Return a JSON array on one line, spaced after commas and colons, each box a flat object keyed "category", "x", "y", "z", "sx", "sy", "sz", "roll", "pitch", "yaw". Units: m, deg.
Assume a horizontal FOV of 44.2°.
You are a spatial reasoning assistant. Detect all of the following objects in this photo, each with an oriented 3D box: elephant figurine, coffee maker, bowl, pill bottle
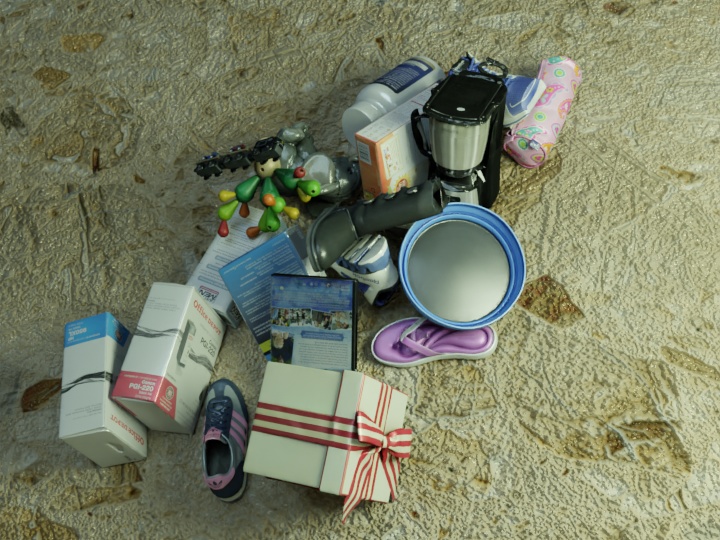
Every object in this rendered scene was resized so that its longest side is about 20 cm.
[{"category": "elephant figurine", "x": -0.065, "y": -0.162, "z": 1.549, "sx": 0.199, "sy": 0.141, "sz": 0.156, "roll": 35, "pitch": 114, "yaw": 20}, {"category": "coffee maker", "x": 0.181, "y": -0.205, "z": 1.439, "sx": 0.191, "sy": 0.202, "sz": 0.134, "roll": -32, "pitch": 50, "yaw": -28}, {"category": "bowl", "x": 0.156, "y": -0.005, "z": 1.379, "sx": 0.198, "sy": 0.039, "sz": 0.203, "roll": 1, "pitch": 74, "yaw": -5}, {"category": "pill bottle", "x": 0.059, "y": -0.289, "z": 1.560, "sx": 0.110, "sy": 0.112, "sz": 0.200, "roll": 29, "pitch": 49, "yaw": 28}]

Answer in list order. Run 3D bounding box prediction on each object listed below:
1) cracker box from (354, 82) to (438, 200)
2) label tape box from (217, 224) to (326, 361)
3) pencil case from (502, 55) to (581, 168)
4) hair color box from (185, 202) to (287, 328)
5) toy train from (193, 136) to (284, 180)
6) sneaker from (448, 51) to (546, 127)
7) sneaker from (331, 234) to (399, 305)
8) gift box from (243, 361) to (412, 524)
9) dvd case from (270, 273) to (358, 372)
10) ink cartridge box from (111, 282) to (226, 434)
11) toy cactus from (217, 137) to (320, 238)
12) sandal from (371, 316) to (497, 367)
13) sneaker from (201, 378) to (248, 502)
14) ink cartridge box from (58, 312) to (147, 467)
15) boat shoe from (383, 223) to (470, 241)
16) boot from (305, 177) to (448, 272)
[{"category": "cracker box", "x": 0.085, "y": -0.209, "z": 1.495, "sx": 0.199, "sy": 0.135, "sz": 0.057, "roll": -35, "pitch": 45, "yaw": -28}, {"category": "label tape box", "x": -0.118, "y": 0.049, "z": 1.436, "sx": 0.142, "sy": 0.066, "sz": 0.202, "roll": -27, "pitch": 96, "yaw": 22}, {"category": "pencil case", "x": 0.314, "y": -0.276, "z": 1.532, "sx": 0.087, "sy": 0.088, "sz": 0.201, "roll": 18, "pitch": 66, "yaw": 24}, {"category": "hair color box", "x": -0.215, "y": -0.012, "z": 1.540, "sx": 0.098, "sy": 0.061, "sz": 0.201, "roll": 18, "pitch": 66, "yaw": 24}, {"category": "toy train", "x": -0.205, "y": -0.190, "z": 1.481, "sx": 0.198, "sy": 0.034, "sz": 0.046, "roll": -9, "pitch": 49, "yaw": 36}, {"category": "sneaker", "x": 0.211, "y": -0.312, "z": 1.515, "sx": 0.081, "sy": 0.115, "sz": 0.199, "roll": -56, "pitch": 28, "yaw": -10}, {"category": "sneaker", "x": 0.000, "y": 0.000, "z": 1.456, "sx": 0.080, "sy": 0.116, "sz": 0.199, "roll": -41, "pitch": 28, "yaw": -17}, {"category": "gift box", "x": -0.035, "y": 0.247, "z": 1.262, "sx": 0.185, "sy": 0.184, "sz": 0.203, "roll": 4, "pitch": 80, "yaw": 28}, {"category": "dvd case", "x": -0.073, "y": 0.108, "z": 1.385, "sx": 0.141, "sy": 0.018, "sz": 0.203, "roll": 3, "pitch": 99, "yaw": 15}, {"category": "ink cartridge box", "x": -0.301, "y": 0.141, "z": 1.423, "sx": 0.084, "sy": 0.146, "sz": 0.202, "roll": 3, "pitch": 62, "yaw": 18}, {"category": "toy cactus", "x": -0.163, "y": -0.144, "z": 1.484, "sx": 0.198, "sy": 0.102, "sz": 0.167, "roll": -19, "pitch": 65, "yaw": 32}, {"category": "sandal", "x": 0.112, "y": 0.101, "z": 1.388, "sx": 0.200, "sy": 0.050, "sz": 0.083, "roll": -6, "pitch": 59, "yaw": 11}, {"category": "sneaker", "x": -0.214, "y": 0.249, "z": 1.374, "sx": 0.069, "sy": 0.082, "sz": 0.202, "roll": -16, "pitch": 57, "yaw": 6}, {"category": "ink cartridge box", "x": -0.408, "y": 0.193, "z": 1.423, "sx": 0.083, "sy": 0.145, "sz": 0.202, "roll": -14, "pitch": 57, "yaw": 9}, {"category": "boat shoe", "x": 0.092, "y": -0.069, "z": 1.485, "sx": 0.199, "sy": 0.061, "sz": 0.072, "roll": 16, "pitch": 41, "yaw": 23}, {"category": "boot", "x": 0.027, "y": -0.071, "z": 1.341, "sx": 0.197, "sy": 0.066, "sz": 0.165, "roll": -11, "pitch": 30, "yaw": 19}]
